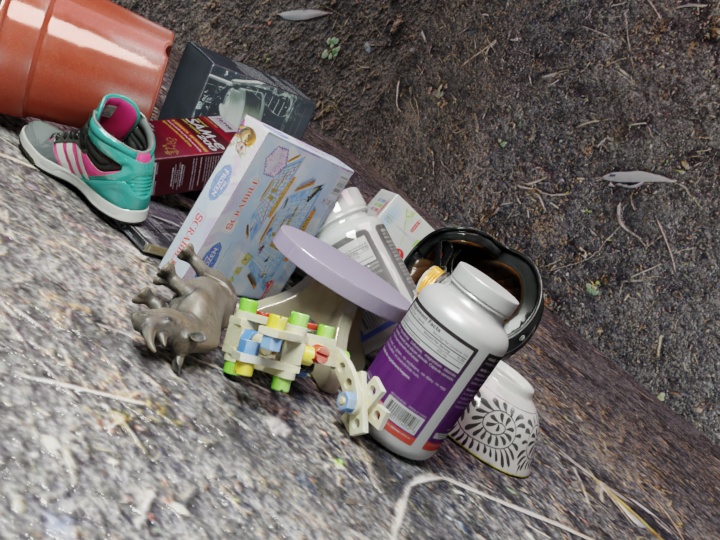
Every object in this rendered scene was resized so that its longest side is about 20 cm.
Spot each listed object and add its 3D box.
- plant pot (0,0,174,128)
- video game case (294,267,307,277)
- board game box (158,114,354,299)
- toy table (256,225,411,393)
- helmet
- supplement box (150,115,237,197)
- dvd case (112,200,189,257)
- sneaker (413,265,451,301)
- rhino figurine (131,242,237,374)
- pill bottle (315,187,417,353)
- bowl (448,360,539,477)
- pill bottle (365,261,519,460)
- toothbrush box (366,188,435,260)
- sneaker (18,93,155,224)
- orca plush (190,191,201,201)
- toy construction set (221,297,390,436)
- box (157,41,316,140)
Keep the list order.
[{"bbox_3d":[-0.346,-0.260,1.086,0.193,0.203,0.201,17,15,-17],"label":"plant pot"},{"bbox_3d":[-0.136,-0.050,1.402,0.181,0.023,0.200,31,12,-21],"label":"video game case"},{"bbox_3d":[-0.117,-0.064,1.030,0.041,0.201,0.199,37,10,26],"label":"board game box"},{"bbox_3d":[-0.043,0.044,1.005,0.199,0.118,0.184,30,11,-24],"label":"toy table"},{"bbox_3d":[0.161,0.046,1.255,0.189,0.201,0.200,26,13,-26],"label":"helmet"},{"bbox_3d":[-0.253,-0.160,1.201,0.198,0.061,0.109,-13,42,-41],"label":"supplement box"},{"bbox_3d":[-0.236,-0.048,1.094,0.148,0.016,0.199,40,12,32],"label":"dvd case"},{"bbox_3d":[0.100,0.098,1.029,0.076,0.202,0.078,15,29,25],"label":"sneaker"},{"bbox_3d":[-0.164,0.038,0.812,0.087,0.060,0.200,44,12,-8],"label":"rhino figurine"},{"bbox_3d":[0.000,0.000,1.148,0.202,0.113,0.114,63,15,7],"label":"pill bottle"},{"bbox_3d":[0.171,0.173,1.158,0.200,0.095,0.201,34,10,-7],"label":"bowl"},{"bbox_3d":[0.082,0.095,0.931,0.112,0.201,0.113,33,10,-7],"label":"pill bottle"},{"bbox_3d":[0.067,-0.005,1.365,0.200,0.146,0.086,43,-4,-19],"label":"toothbrush box"},{"bbox_3d":[-0.311,-0.154,1.005,0.199,0.122,0.083,33,25,18],"label":"sneaker"},{"bbox_3d":[-0.169,-0.093,1.255,0.200,0.071,0.105,49,31,20],"label":"orca plush"},{"bbox_3d":[-0.054,0.087,0.849,0.130,0.093,0.199,9,-21,49],"label":"toy construction set"},{"bbox_3d":[-0.208,-0.224,1.378,0.195,0.202,0.124,14,20,-37],"label":"box"}]
